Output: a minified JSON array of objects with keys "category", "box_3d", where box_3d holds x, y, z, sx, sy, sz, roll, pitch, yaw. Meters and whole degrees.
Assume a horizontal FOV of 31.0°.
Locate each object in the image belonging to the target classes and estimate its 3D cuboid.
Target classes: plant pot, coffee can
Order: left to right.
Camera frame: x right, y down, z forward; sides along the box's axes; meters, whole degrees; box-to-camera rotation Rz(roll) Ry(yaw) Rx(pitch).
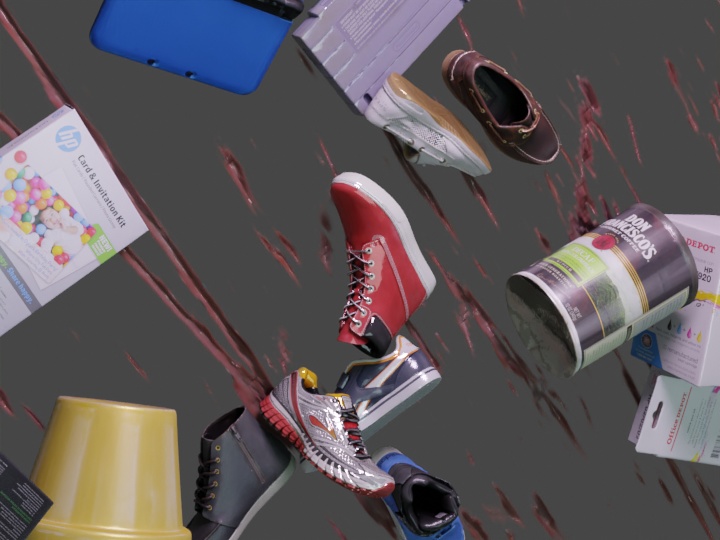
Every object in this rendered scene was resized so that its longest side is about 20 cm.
[{"category":"plant pot","box_3d":[-0.272,0.235,1.374,0.199,0.200,0.192,9,84,-30]},{"category":"coffee can","box_3d":[0.305,0.025,1.642,0.199,0.146,0.148,-29,116,-18]}]

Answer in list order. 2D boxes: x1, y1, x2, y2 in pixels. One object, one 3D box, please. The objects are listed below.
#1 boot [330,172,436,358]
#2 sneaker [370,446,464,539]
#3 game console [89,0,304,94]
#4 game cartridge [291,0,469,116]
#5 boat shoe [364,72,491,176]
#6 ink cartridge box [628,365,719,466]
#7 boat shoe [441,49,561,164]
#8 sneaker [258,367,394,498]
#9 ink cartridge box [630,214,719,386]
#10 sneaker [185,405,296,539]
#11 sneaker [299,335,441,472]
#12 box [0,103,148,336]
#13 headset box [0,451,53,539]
[{"category":"boot","box_3d":[0.000,0.000,1.492,0.145,0.072,0.201,-51,125,-29]},{"category":"sneaker","box_3d":[0.090,0.312,1.628,0.077,0.111,0.201,-40,119,-13]},{"category":"game console","box_3d":[-0.169,-0.307,1.365,0.198,0.118,0.173,14,66,-31]},{"category":"game cartridge","box_3d":[0.026,-0.291,1.468,0.200,0.038,0.130,-47,116,-9]},{"category":"boat shoe","box_3d":[0.077,-0.157,1.518,0.069,0.071,0.199,-42,133,17]},{"category":"ink cartridge box","box_3d":[0.453,0.202,1.818,0.198,0.068,0.117,12,98,-31]},{"category":"boat shoe","box_3d":[0.178,-0.188,1.558,0.199,0.070,0.071,35,86,-33]},{"category":"sneaker","box_3d":[-0.031,0.183,1.474,0.082,0.200,0.078,-51,149,1]},{"category":"ink cartridge box","box_3d":[0.475,0.037,1.737,0.143,0.147,0.203,2,103,-28]},{"category":"sneaker","box_3d":[-0.175,0.255,1.498,0.200,0.075,0.107,-48,116,-19]},{"category":"sneaker","box_3d":[-0.003,0.159,1.559,0.199,0.078,0.080,-37,74,1]},{"category":"box","box_3d":[-0.340,-0.049,1.333,0.199,0.041,0.157,-37,118,-16]},{"category":"headset box","box_3d":[-0.426,0.193,1.270,0.093,0.199,0.175,-52,123,-25]}]
